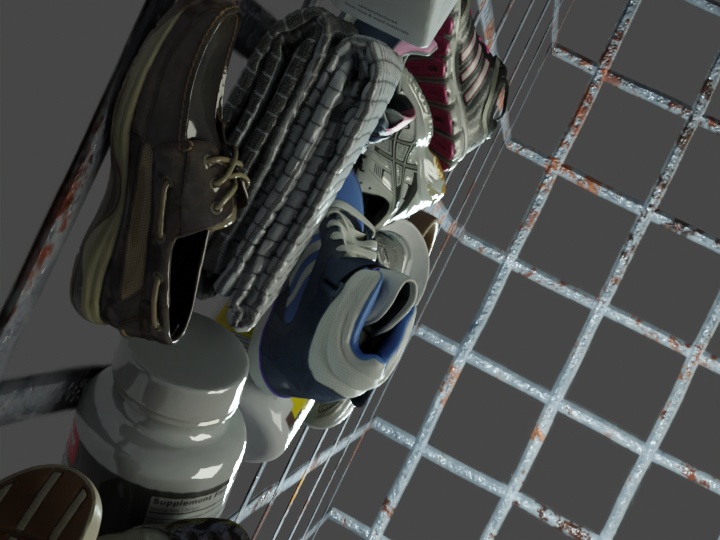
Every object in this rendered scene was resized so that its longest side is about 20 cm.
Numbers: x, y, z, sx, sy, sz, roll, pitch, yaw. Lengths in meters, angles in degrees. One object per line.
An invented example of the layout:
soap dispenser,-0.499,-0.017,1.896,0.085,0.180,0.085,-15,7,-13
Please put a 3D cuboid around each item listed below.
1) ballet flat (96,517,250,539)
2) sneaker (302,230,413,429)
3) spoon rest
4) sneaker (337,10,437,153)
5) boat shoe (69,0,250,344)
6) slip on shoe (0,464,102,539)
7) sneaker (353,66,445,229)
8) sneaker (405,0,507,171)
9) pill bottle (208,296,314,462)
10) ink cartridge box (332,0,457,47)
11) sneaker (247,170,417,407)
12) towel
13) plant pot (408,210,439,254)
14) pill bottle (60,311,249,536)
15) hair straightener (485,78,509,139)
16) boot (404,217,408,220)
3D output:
ballet flat,-0.160,0.190,0.696,0.198,0.073,0.072,-23,174,6
sneaker,-0.020,0.051,1.136,0.203,0.074,0.082,-70,159,0
spoon rest,0.012,0.038,1.225,0.099,0.060,0.201,46,66,-37
sneaker,-0.003,-0.116,0.963,0.070,0.081,0.202,-53,167,-55
boat shoe,-0.092,-0.049,0.641,0.075,0.073,0.202,-49,163,-60
slip on shoe,-0.208,0.195,0.645,0.201,0.075,0.061,-58,165,-17
sneaker,0.015,-0.111,1.047,0.087,0.076,0.201,-32,137,-9
sneaker,0.087,-0.197,1.100,0.087,0.073,0.203,-25,118,-38
pill bottle,-0.065,0.049,0.984,0.201,0.108,0.110,-58,170,-35
ink cartridge box,0.056,-0.281,0.827,0.146,0.083,0.201,-58,169,-33
sneaker,0.000,0.000,0.876,0.145,0.080,0.202,-11,-125,46
towel,-0.052,-0.072,0.788,0.202,0.085,0.166,-60,180,9
plant pot,0.007,0.013,1.383,0.203,0.092,0.201,-62,171,-17
pill bottle,-0.137,0.129,0.775,0.202,0.110,0.111,-68,170,28
hair straightener,0.106,-0.194,1.249,0.200,0.040,0.078,-118,-134,-61
boot,0.055,-0.157,1.216,0.169,0.076,0.200,-58,164,-14
